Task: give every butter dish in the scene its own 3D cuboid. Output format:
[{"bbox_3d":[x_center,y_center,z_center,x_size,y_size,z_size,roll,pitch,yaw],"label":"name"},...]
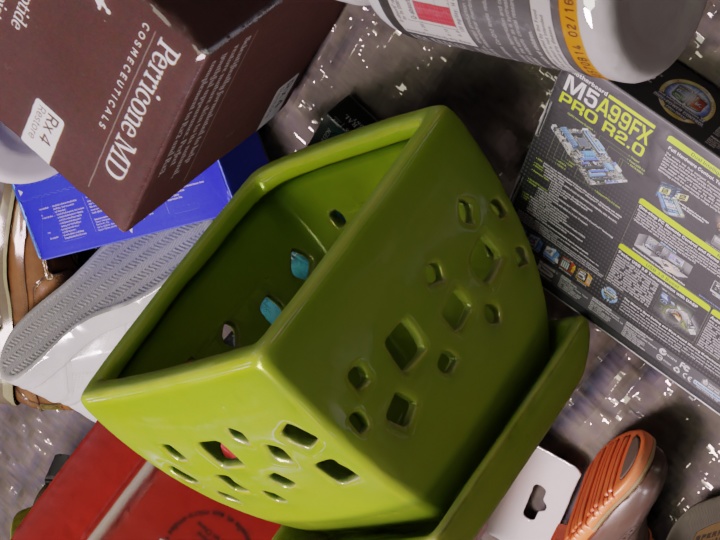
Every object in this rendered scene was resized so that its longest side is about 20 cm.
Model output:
[{"bbox_3d":[-0.106,0.172,1.494,0.200,0.200,0.148,39,167,-10],"label":"butter dish"}]

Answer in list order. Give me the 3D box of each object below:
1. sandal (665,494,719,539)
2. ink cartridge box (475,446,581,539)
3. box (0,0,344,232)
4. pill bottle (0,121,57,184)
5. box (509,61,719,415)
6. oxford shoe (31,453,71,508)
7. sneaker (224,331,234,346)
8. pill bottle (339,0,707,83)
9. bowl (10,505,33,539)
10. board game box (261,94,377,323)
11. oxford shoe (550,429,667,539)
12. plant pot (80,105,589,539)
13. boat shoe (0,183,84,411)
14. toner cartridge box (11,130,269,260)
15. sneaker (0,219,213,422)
[{"bbox_3d":[0.222,0.128,1.359,0.054,0.082,0.200,35,152,-15],"label":"sandal"},{"bbox_3d":[0.025,0.130,1.524,0.199,0.068,0.115,26,142,9],"label":"ink cartridge box"},{"bbox_3d":[-0.132,-0.170,1.377,0.200,0.164,0.166,42,139,9],"label":"box"},{"bbox_3d":[-0.249,-0.143,1.536,0.200,0.112,0.113,35,143,42],"label":"pill bottle"},{"bbox_3d":[0.177,-0.017,1.311,0.200,0.044,0.161,36,139,16],"label":"box"},{"bbox_3d":[-0.141,0.210,1.692,0.199,0.085,0.073,29,159,-10],"label":"oxford shoe"},{"bbox_3d":[-0.081,0.118,1.656,0.086,0.080,0.200,31,150,11],"label":"sneaker"},{"bbox_3d":[0.069,-0.167,1.232,0.199,0.116,0.117,16,131,34],"label":"pill bottle"},{"bbox_3d":[-0.161,0.244,1.779,0.107,0.200,0.201,-24,108,6],"label":"bowl"},{"bbox_3d":[0.000,0.000,1.505,0.135,0.028,0.200,43,142,8],"label":"board game box"},{"bbox_3d":[0.157,0.163,1.474,0.073,0.072,0.200,24,145,2],"label":"oxford shoe"},{"bbox_3d":[-0.002,0.053,1.363,0.182,0.200,0.199,49,148,-19],"label":"plant pot"},{"bbox_3d":[-0.213,0.008,1.694,0.067,0.072,0.201,9,126,5],"label":"boat shoe"},{"bbox_3d":[-0.145,-0.070,1.554,0.199,0.043,0.096,-11,101,45],"label":"toner cartridge box"},{"bbox_3d":[-0.134,0.036,1.640,0.200,0.074,0.115,-34,130,30],"label":"sneaker"}]
